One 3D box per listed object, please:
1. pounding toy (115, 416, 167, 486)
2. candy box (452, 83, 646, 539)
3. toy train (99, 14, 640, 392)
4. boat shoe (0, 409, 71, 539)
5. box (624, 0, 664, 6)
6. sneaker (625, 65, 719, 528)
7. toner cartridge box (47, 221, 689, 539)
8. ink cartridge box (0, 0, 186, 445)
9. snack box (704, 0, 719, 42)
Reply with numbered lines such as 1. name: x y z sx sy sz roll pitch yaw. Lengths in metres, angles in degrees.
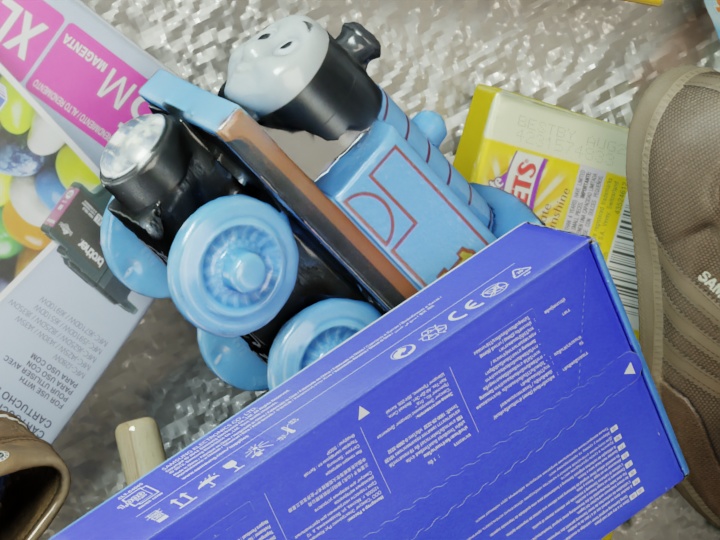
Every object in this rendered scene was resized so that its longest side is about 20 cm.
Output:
1. pounding toy: -0.068 0.197 0.951 0.184 0.200 0.142 37 131 -16
2. candy box: 0.062 0.040 1.056 0.102 0.026 0.201 15 95 -22
3. toy train: 0.000 0.000 0.962 0.114 0.087 0.200 -49 119 -10
4. boat shoe: -0.169 0.111 0.878 0.200 0.072 0.072 -50 131 -29
5. box: 0.022 -0.166 0.992 0.199 0.041 0.120 7 98 -20
6. sneaker: 0.147 0.023 1.037 0.070 0.075 0.201 -36 126 -29
7. toner cartridge box: 0.006 0.076 0.905 0.200 0.043 0.095 -33 114 -22
8. ink cartridge box: -0.137 0.001 0.967 0.119 0.042 0.200 37 89 -24
9. snack box: 0.156 -0.166 1.012 0.116 0.037 0.201 -40 123 -22
